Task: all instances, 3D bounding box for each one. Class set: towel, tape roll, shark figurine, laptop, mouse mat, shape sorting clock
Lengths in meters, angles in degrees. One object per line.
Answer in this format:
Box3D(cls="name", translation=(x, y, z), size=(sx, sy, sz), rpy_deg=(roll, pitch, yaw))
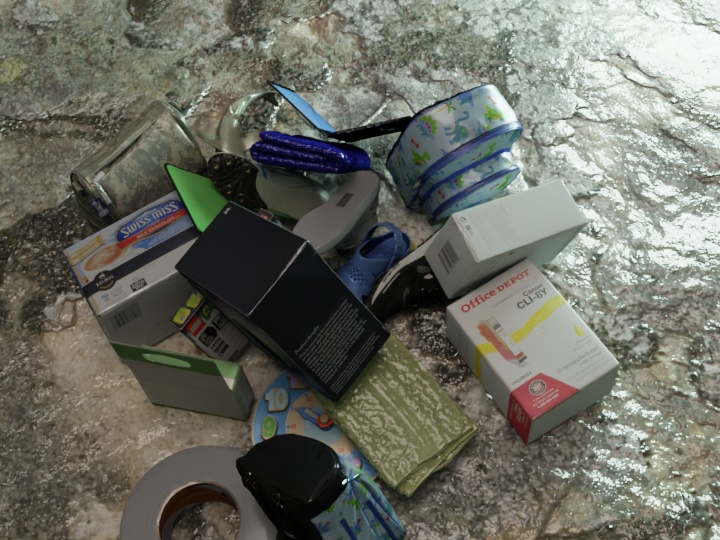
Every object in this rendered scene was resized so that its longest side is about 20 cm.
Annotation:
Box3D(cls="towel", translation=(0.041, 0.181, 1.314), size=(0.148, 0.037, 0.200), rpy_deg=(-36, 68, -22))
Box3D(cls="tape roll", translation=(-0.194, 0.324, 1.256), size=(0.197, 0.066, 0.202), rpy_deg=(-2, 56, 3))
Box3D(cls="shark figurine", translation=(-0.196, -0.216, 1.588), size=(0.127, 0.090, 0.216), rpy_deg=(24, 56, -13))
Box3D(cls="towel", translation=(-0.070, -0.177, 1.505), size=(0.146, 0.200, 0.050), rpy_deg=(8, 99, 10))
Box3D(cls="laptop", translation=(-0.019, -0.251, 1.533), size=(0.197, 0.177, 0.105), rpy_deg=(-11, 94, 10))
Box3D(cls="mouse mat", translation=(-0.183, -0.081, 1.458), size=(0.008, 0.199, 0.162), rpy_deg=(-51, 48, 21))
Box3D(cls="shape sorting clock", translation=(-0.047, 0.204, 1.337), size=(0.197, 0.039, 0.202), rpy_deg=(-3, 57, 4))

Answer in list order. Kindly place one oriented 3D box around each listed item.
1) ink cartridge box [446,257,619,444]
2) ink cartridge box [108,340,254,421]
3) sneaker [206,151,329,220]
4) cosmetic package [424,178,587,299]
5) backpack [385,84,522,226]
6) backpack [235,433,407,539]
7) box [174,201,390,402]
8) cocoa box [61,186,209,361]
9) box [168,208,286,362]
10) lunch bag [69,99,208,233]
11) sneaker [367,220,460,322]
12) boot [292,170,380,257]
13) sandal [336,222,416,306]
Box3D(cls="ink cartridge box", translation=(0.224, 0.104, 1.351), size=(0.144, 0.084, 0.201), rpy_deg=(-29, 59, -13))
Box3D(cls="ink cartridge box", translation=(-0.226, 0.128, 1.306), size=(0.144, 0.201, 0.048), rpy_deg=(9, 60, 11))
Box3D(cls="sneaker", translation=(-0.139, -0.125, 1.506), size=(0.198, 0.072, 0.073), rpy_deg=(20, 16, -22))
Box3D(cls="cosmetic package", translation=(0.200, -0.044, 1.396), size=(0.198, 0.113, 0.082), rpy_deg=(-18, 69, -26))
Box3D(cls="backpack", translation=(0.146, -0.168, 1.466), size=(0.182, 0.200, 0.148), rpy_deg=(-27, 78, -14))
Box3D(cls="backpack", translation=(-0.034, 0.289, 1.190), size=(0.153, 0.202, 0.162), rpy_deg=(-33, 25, -30))
Box3D(cls="box", translation=(-0.102, 0.038, 1.289), size=(0.124, 0.199, 0.199), rpy_deg=(-50, 38, -12))
Box3D(cls="cocoa box", translation=(-0.293, 0.004, 1.432), size=(0.199, 0.134, 0.132), rpy_deg=(-30, 60, -14))
Box3D(cls="box", translation=(-0.162, 0.026, 1.395), size=(0.035, 0.110, 0.201), rpy_deg=(27, 74, 45))
Box3D(cls="lunch bag", translation=(-0.331, -0.141, 1.509), size=(0.139, 0.168, 0.200), rpy_deg=(33, 66, 24))
Box3D(cls="sneaker", translation=(0.099, 0.015, 1.429), size=(0.087, 0.076, 0.200), rpy_deg=(41, 68, 21))
Box3D(cls="boot", translation=(-0.028, -0.053, 1.451), size=(0.073, 0.096, 0.200), rpy_deg=(19, 45, 27))
Box3D(cls="sandal", translation=(0.000, 0.000, 1.439), size=(0.079, 0.087, 0.200), rpy_deg=(34, 67, 21))
